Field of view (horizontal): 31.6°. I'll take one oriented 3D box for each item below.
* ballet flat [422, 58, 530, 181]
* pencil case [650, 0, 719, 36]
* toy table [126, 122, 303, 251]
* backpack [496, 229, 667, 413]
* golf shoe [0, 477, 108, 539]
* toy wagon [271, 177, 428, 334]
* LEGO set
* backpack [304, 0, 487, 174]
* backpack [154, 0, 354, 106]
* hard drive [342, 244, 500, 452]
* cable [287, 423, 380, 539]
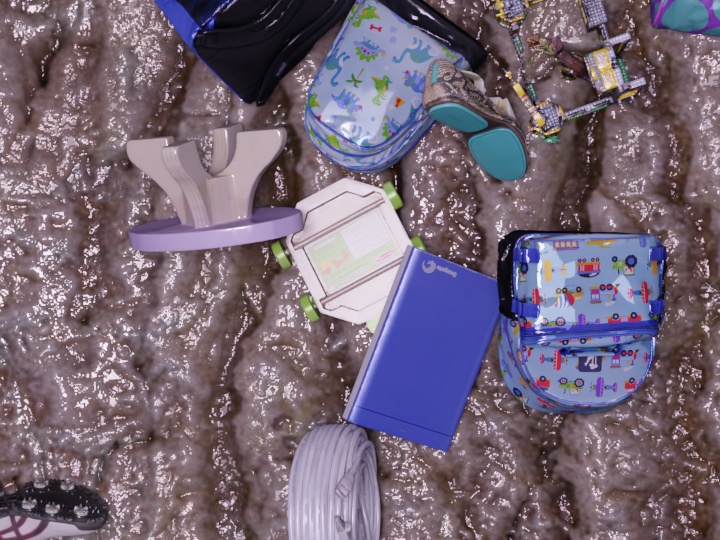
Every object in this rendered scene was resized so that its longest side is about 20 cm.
[{"bbox_3d":[0.129,-0.168,1.363,0.068,0.200,0.076,-12,64,30],"label":"ballet flat"},{"bbox_3d":[0.414,-0.289,1.370,0.199,0.092,0.086,10,94,7],"label":"pencil case"},{"bbox_3d":[-0.166,-0.091,1.388,0.199,0.184,0.118,-6,102,7],"label":"toy table"},{"bbox_3d":[0.234,0.059,1.357,0.182,0.135,0.201,2,93,-3],"label":"backpack"},{"bbox_3d":[-0.384,0.288,1.458,0.199,0.077,0.089,3,110,8],"label":"golf shoe"},{"bbox_3d":[0.000,0.000,1.432,0.155,0.040,0.201,-28,88,5],"label":"toy wagon"},{"bbox_3d":[0.224,-0.244,1.373,0.153,0.116,0.201,-10,88,5],"label":"LEGO set"},{"bbox_3d":[0.021,-0.202,1.392,0.163,0.154,0.200,37,103,0],"label":"backpack"},{"bbox_3d":[-0.112,-0.318,1.385,0.200,0.162,0.168,-40,65,6],"label":"backpack"},{"bbox_3d":[0.074,0.088,1.402,0.131,0.025,0.201,20,91,-25],"label":"hard drive"},{"bbox_3d":[-0.024,0.264,1.353,0.069,0.200,0.201,-2,116,10],"label":"cable"}]
